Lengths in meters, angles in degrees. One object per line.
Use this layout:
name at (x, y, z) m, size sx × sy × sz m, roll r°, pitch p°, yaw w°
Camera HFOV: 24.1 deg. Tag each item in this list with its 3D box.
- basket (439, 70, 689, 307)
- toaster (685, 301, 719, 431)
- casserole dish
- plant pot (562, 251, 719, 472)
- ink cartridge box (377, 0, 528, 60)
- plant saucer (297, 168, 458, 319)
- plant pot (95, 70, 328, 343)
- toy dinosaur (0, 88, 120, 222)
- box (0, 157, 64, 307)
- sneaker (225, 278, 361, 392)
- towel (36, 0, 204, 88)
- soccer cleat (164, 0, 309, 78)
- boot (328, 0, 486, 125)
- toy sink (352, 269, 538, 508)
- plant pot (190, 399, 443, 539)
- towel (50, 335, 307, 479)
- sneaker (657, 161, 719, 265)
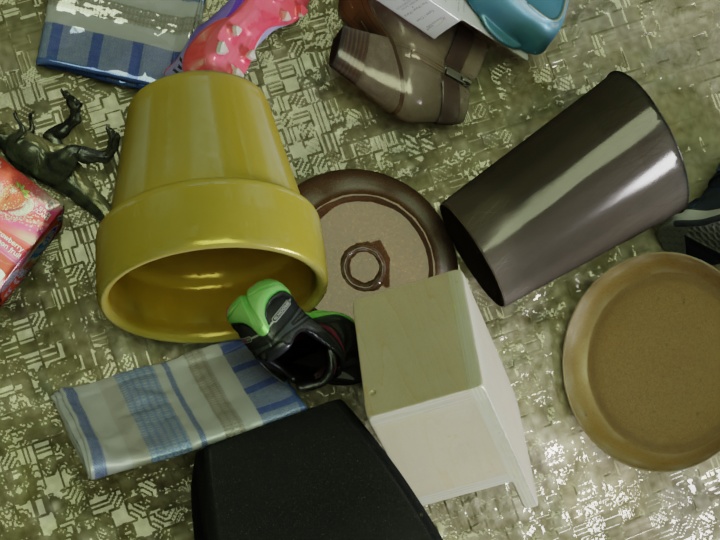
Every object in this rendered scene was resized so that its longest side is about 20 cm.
basket at (0.184, -0.067, 1.563) m, size 0.199 × 0.181 × 0.137 m, roll -32°, pitch 63°, yaw -7°
toaster at (0.384, 0.085, 1.571) m, size 0.128 × 0.113 × 0.203 m, roll -16°, pitch 83°, yaw 27°
casserole dish at (0.158, -0.298, 1.612) m, size 0.121 × 0.039 × 0.202 m, roll 35°, pitch 49°, yaw -26°
plant pot at (0.281, 0.084, 1.559) m, size 0.027 × 0.198 × 0.203 m, roll 7°, pitch 81°, yaw -55°
ink cartridge box at (0.088, -0.309, 1.610) m, size 0.175 × 0.045 × 0.202 m, roll 28°, pitch 52°, yaw -31°
plant saucer at (0.000, 0.000, 1.570) m, size 0.198 × 0.037 × 0.203 m, roll 2°, pitch 79°, yaw -12°
plant pot at (-0.136, -0.061, 1.484) m, size 0.198 × 0.201 × 0.191 m, roll -2°, pitch 64°, yaw -12°
toy dinosaur at (-0.267, -0.107, 1.532) m, size 0.199 × 0.047 × 0.088 m, roll 39°, pitch 89°, yaw -3°
box at (-0.366, -0.068, 1.477) m, size 0.199 × 0.095 × 0.100 m, roll 37°, pitch 75°, yaw -3°
sneaker at (-0.047, 0.074, 1.460) m, size 0.077 × 0.199 × 0.084 m, roll -38°, pitch 60°, yaw 16°
towel at (-0.213, -0.272, 1.577) m, size 0.145 × 0.024 × 0.203 m, roll 12°, pitch 77°, yaw -8°
soccer cleat at (-0.109, -0.232, 1.562) m, size 0.067 × 0.076 × 0.201 m, roll 62°, pitch 40°, yaw -29°
boot at (0.053, -0.237, 1.616) m, size 0.145 × 0.070 × 0.202 m, roll 19°, pitch 73°, yaw -16°
toy sink at (0.072, 0.121, 1.490) m, size 0.111 × 0.201 × 0.131 m, roll -16°, pitch 48°, yaw 10°
plant pot at (-0.053, 0.227, 1.442) m, size 0.197 × 0.200 × 0.179 m, roll -19°, pitch 74°, yaw -14°
towel at (-0.161, 0.115, 1.468) m, size 0.198 × 0.147 × 0.024 m, roll -16°, pitch 118°, yaw -15°
sneaker at (0.387, -0.065, 1.581) m, size 0.146 × 0.202 × 0.077 m, roll -40°, pitch 112°, yaw -19°
